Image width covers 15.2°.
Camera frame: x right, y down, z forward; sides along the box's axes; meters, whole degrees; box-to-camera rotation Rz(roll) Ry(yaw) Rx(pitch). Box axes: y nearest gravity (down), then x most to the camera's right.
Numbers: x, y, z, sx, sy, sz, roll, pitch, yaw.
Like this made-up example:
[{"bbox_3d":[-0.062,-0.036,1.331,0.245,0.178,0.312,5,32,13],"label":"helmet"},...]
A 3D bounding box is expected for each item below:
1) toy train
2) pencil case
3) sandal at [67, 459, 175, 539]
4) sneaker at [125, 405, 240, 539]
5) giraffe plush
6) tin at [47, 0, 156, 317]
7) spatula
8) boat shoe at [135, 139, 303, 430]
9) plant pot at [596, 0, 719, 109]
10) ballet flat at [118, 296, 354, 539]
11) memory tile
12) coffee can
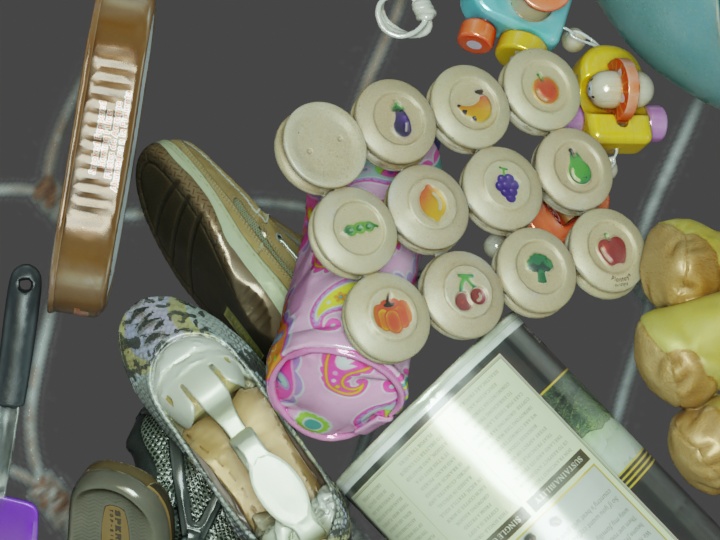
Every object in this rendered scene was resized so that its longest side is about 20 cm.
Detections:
[{"bbox_3d":[0.104,-0.104,1.574,0.150,0.056,0.200,-28,83,-28],"label":"toy train"},{"bbox_3d":[0.000,0.000,1.536,0.087,0.088,0.200,9,47,2],"label":"pencil case"},{"bbox_3d":[-0.137,0.204,1.545,0.081,0.055,0.201,10,120,14],"label":"sandal"},{"bbox_3d":[-0.071,0.155,1.575,0.114,0.076,0.200,-34,82,0],"label":"sneaker"},{"bbox_3d":[0.271,0.029,1.489,0.200,0.162,0.173,-17,88,-36],"label":"giraffe plush"},{"bbox_3d":[-0.150,-0.072,1.577,0.042,0.112,0.201,9,86,-8],"label":"tin"},{"bbox_3d":[-0.212,0.096,1.607,0.056,0.021,0.201,7,84,-4],"label":"spatula"},{"bbox_3d":[-0.055,0.001,1.597,0.076,0.072,0.200,-30,82,-31],"label":"boat shoe"},{"bbox_3d":[0.206,-0.190,1.555,0.134,0.200,0.201,15,85,39],"label":"plant pot"},{"bbox_3d":[-0.069,0.089,1.517,0.072,0.072,0.201,-36,77,-2],"label":"ballet flat"},{"bbox_3d":[0.058,-0.039,1.492,0.199,0.017,0.154,-16,80,-29],"label":"memory tile"},{"bbox_3d":[0.104,0.144,1.534,0.146,0.146,0.200,-44,86,-2],"label":"coffee can"}]
